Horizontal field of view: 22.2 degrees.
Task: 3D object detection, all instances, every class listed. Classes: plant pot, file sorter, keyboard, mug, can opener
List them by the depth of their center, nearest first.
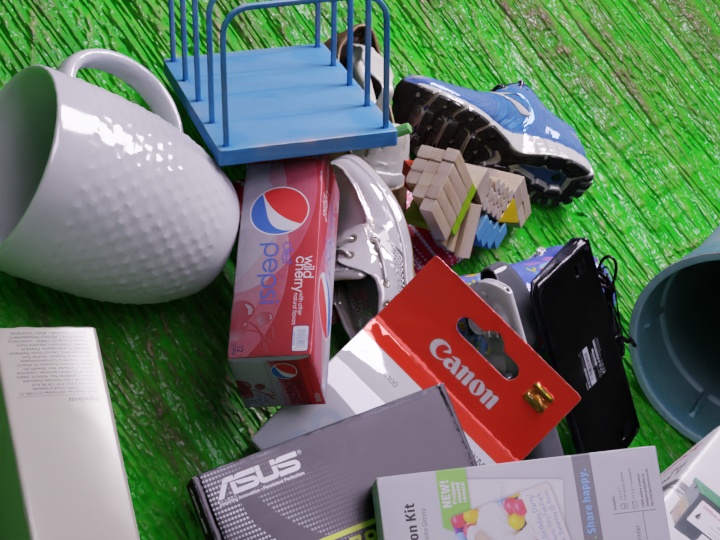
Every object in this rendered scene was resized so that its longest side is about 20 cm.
[{"bbox_3d":[-0.184,-0.073,1.352,0.175,0.147,0.201,21,54,-34],"label":"mug"},{"bbox_3d":[-0.066,-0.181,1.417,0.138,0.123,0.200,-7,27,-16],"label":"file sorter"},{"bbox_3d":[0.130,0.094,1.435,0.066,0.053,0.201,-23,104,-35],"label":"can opener"},{"bbox_3d":[0.180,0.067,1.494,0.104,0.040,0.201,-39,125,-34],"label":"keyboard"},{"bbox_3d":[0.359,0.029,1.592,0.200,0.200,0.196,43,41,1],"label":"plant pot"}]

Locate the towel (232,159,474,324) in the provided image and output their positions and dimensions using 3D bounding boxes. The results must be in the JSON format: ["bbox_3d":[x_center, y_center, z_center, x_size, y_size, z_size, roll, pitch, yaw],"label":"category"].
[{"bbox_3d":[-0.010,-0.039,1.519,0.200,0.022,0.145,-25,76,-39],"label":"towel"}]

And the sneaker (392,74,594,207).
[{"bbox_3d":[0.113,-0.127,1.625,0.199,0.079,0.089,22,41,-25],"label":"sneaker"}]

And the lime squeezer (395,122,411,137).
[{"bbox_3d":[-0.055,-0.115,1.499,0.199,0.038,0.071,21,61,28],"label":"lime squeezer"}]

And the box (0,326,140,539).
[{"bbox_3d":[-0.208,0.140,1.252,0.082,0.068,0.201,1,60,-30],"label":"box"}]

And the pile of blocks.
[{"bbox_3d":[0.077,-0.055,1.533,0.062,0.082,0.200,15,2,27],"label":"pile of blocks"}]

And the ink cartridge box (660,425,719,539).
[{"bbox_3d":[0.223,0.228,1.399,0.084,0.146,0.200,45,48,5],"label":"ink cartridge box"}]

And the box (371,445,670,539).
[{"bbox_3d":[0.115,0.209,1.260,0.199,0.041,0.157,-5,75,-5],"label":"box"}]

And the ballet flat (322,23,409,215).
[{"bbox_3d":[0.009,-0.121,1.521,0.068,0.072,0.201,7,58,-28],"label":"ballet flat"}]

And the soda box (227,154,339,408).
[{"bbox_3d":[-0.055,0.001,1.362,0.063,0.070,0.201,-3,54,9],"label":"soda box"}]

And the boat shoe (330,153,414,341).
[{"bbox_3d":[0.000,0.000,1.438,0.069,0.071,0.201,-6,67,-38],"label":"boat shoe"}]

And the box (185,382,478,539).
[{"bbox_3d":[0.003,0.203,1.294,0.199,0.048,0.194,-18,81,-16],"label":"box"}]

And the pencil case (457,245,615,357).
[{"bbox_3d":[0.118,0.031,1.510,0.199,0.078,0.087,-15,63,-36],"label":"pencil case"}]

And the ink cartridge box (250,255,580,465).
[{"bbox_3d":[0.043,0.112,1.363,0.160,0.047,0.200,44,87,3],"label":"ink cartridge box"}]
